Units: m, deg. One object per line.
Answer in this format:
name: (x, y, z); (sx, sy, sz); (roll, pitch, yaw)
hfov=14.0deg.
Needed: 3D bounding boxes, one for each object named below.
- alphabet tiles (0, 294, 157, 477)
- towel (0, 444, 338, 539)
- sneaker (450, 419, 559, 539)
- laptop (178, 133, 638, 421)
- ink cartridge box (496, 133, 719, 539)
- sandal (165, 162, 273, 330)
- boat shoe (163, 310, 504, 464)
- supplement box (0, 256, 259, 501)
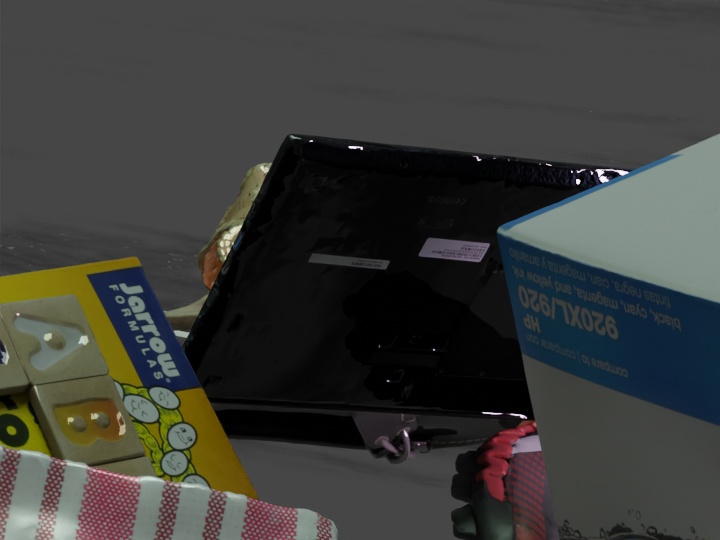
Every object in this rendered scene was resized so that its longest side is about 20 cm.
alphabet tiles: (-0.123, 0.101, 0.940); (0.166, 0.201, 0.008); (-8, -29, -40)
towel: (-0.102, 0.115, 0.891); (0.199, 0.030, 0.147); (13, 49, -12)
sneaker: (0.092, 0.095, 1.163); (0.097, 0.071, 0.200); (3, 11, 14)
laptop: (0.000, 0.000, 1.125); (0.176, 0.201, 0.104); (4, 42, -29)
ink cartridge box: (0.157, 0.066, 0.951); (0.147, 0.201, 0.144); (-23, 21, -27)
sandal: (-0.039, -0.012, 1.294); (0.077, 0.070, 0.212); (-3, 0, 14)
boat shoe: (-0.020, 0.065, 1.347); (0.199, 0.057, 0.067); (9, -22, 14)
supplement box: (-0.156, 0.080, 1.018); (0.199, 0.109, 0.110); (-10, -27, -41)
